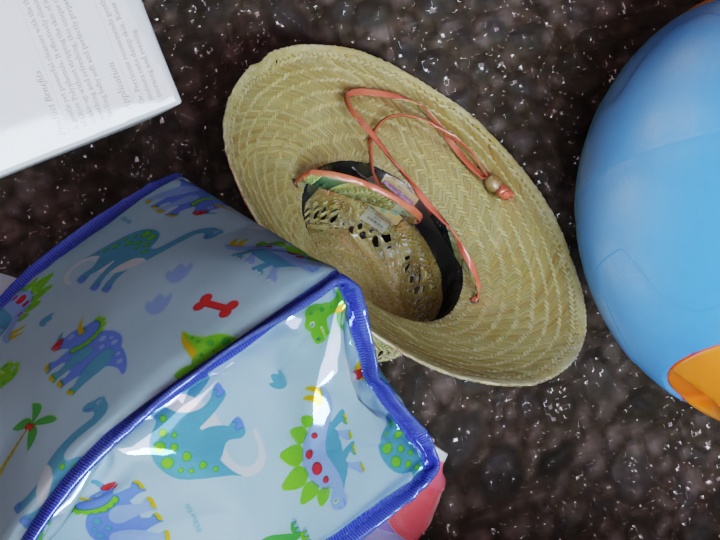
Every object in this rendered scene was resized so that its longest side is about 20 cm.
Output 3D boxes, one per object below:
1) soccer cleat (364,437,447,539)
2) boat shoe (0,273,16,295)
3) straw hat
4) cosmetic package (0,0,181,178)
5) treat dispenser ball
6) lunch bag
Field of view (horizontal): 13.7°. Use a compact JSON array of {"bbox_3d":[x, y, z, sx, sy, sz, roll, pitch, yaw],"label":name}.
[{"bbox_3d":[-0.055,0.066,1.325,0.200,0.067,0.077,31,91,-12],"label":"soccer cleat"},{"bbox_3d":[-0.210,0.051,1.254,0.200,0.071,0.091,4,62,-37],"label":"boat shoe"},{"bbox_3d":[0.000,0.000,1.305,0.201,0.201,0.085,35,122,-9],"label":"straw hat"},{"bbox_3d":[-0.190,-0.082,1.285,0.200,0.085,0.108,-21,94,-8],"label":"cosmetic package"},{"bbox_3d":[0.193,-0.028,1.294,0.200,0.201,0.201,0,92,-10],"label":"treat dispenser ball"},{"bbox_3d":[-0.097,0.073,1.178,0.200,0.170,0.128,-33,116,-16],"label":"lunch bag"}]
